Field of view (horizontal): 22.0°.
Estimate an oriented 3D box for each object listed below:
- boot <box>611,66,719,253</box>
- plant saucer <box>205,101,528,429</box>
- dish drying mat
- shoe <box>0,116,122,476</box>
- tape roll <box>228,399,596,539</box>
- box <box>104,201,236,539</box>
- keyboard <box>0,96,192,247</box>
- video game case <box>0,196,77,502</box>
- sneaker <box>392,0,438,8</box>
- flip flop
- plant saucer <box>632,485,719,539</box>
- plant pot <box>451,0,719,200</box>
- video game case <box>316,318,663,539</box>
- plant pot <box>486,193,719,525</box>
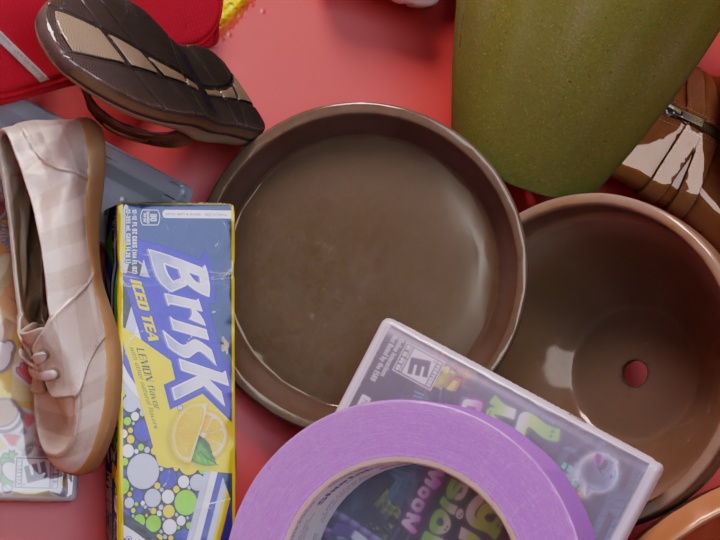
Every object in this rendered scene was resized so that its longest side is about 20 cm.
[{"bbox_3d":[0.228,-0.038,1.188,0.155,0.077,0.200,22,69,-20],"label":"boot"},{"bbox_3d":[0.000,0.000,1.106,0.200,0.029,0.200,0,89,1],"label":"plant saucer"},{"bbox_3d":[-0.151,-0.145,1.058,0.200,0.018,0.077,-23,123,-45],"label":"dish drying mat"},{"bbox_3d":[-0.172,0.014,1.024,0.053,0.070,0.200,1,83,-37],"label":"shoe"},{"bbox_3d":[0.029,0.171,1.015,0.200,0.066,0.200,-1,85,16],"label":"tape roll"},{"bbox_3d":[-0.109,0.062,1.056,0.070,0.064,0.200,0,89,-15],"label":"box"},{"bbox_3d":[-0.182,-0.062,1.058,0.200,0.011,0.056,28,82,-35],"label":"keyboard"},{"bbox_3d":[-0.249,0.030,1.052,0.182,0.023,0.200,4,80,-18],"label":"video game case"},{"bbox_3d":[0.051,-0.254,1.184,0.099,0.078,0.200,30,79,-21],"label":"sneaker"},{"bbox_3d":[-0.122,-0.102,1.053,0.058,0.200,0.081,-31,74,17],"label":"flip flop"},{"bbox_3d":[0.210,0.191,1.108,0.200,0.200,0.032,-15,45,-20],"label":"plant saucer"},{"bbox_3d":[0.131,-0.151,1.129,0.187,0.187,0.200,16,106,-15],"label":"plant pot"},{"bbox_3d":[0.047,0.156,1.056,0.182,0.023,0.200,28,91,16],"label":"video game case"},{"bbox_3d":[0.151,0.059,1.121,0.093,0.201,0.201,17,71,-57],"label":"plant pot"}]
